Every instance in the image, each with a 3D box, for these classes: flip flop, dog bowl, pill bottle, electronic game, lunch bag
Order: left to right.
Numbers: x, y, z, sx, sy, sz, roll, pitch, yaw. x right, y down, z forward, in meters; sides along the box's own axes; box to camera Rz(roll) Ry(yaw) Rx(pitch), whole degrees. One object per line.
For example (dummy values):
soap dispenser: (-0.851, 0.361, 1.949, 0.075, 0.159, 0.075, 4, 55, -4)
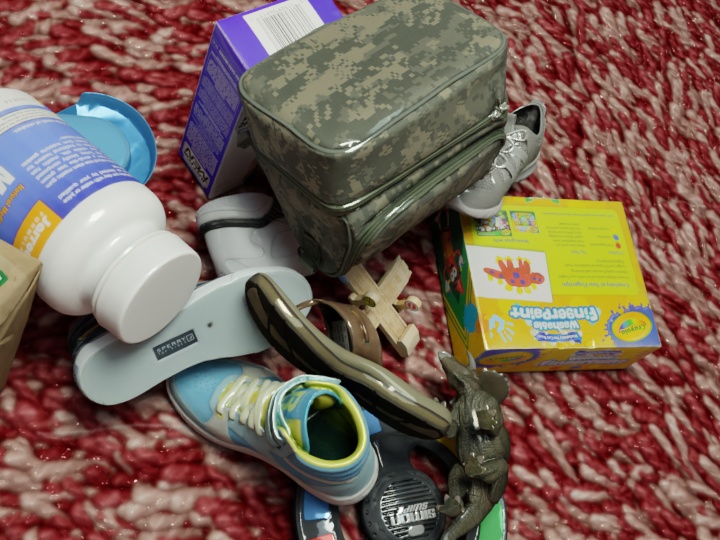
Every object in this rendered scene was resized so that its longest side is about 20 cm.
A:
dog bowl: (-0.285, -0.101, 0.766, 0.199, 0.050, 0.112, 0, 66, -22)
pill bottle: (-0.218, -0.038, 0.644, 0.200, 0.112, 0.112, 37, 57, 16)
flip flop: (-0.006, 0.062, 0.683, 0.200, 0.081, 0.058, 34, 69, -8)
lunch bag: (0.021, -0.104, 0.694, 0.200, 0.168, 0.139, -36, 56, -22)
electronic game: (0.038, 0.210, 0.752, 0.199, 0.042, 0.201, 9, 63, -18)

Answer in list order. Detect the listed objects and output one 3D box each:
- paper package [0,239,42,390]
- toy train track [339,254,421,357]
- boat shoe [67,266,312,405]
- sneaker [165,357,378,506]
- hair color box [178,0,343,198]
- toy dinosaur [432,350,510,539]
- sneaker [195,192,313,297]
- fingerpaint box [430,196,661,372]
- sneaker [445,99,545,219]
paper package: (-0.346, 0.028, 0.593, 0.199, 0.191, 0.104, 31, 44, -6)
toy train track: (0.000, 0.000, 0.776, 0.200, 0.032, 0.115, 53, 54, -24)
boat shoe: (-0.145, 0.036, 0.717, 0.199, 0.091, 0.071, -21, 117, -19)
sneaker: (-0.073, 0.105, 0.688, 0.199, 0.131, 0.080, 25, 65, 11)
hair color box: (-0.089, -0.153, 0.780, 0.109, 0.200, 0.065, -29, 80, -29)
toy dinosaur: (0.102, 0.159, 0.739, 0.102, 0.077, 0.201, 21, 60, -58)
sneaker: (-0.051, -0.010, 0.806, 0.199, 0.075, 0.116, -4, 77, -30)
fingerpaint box: (0.185, 0.014, 0.885, 0.199, 0.073, 0.168, 0, 65, -20)
sneaker: (0.126, -0.116, 0.848, 0.074, 0.082, 0.200, 27, 37, 16)
